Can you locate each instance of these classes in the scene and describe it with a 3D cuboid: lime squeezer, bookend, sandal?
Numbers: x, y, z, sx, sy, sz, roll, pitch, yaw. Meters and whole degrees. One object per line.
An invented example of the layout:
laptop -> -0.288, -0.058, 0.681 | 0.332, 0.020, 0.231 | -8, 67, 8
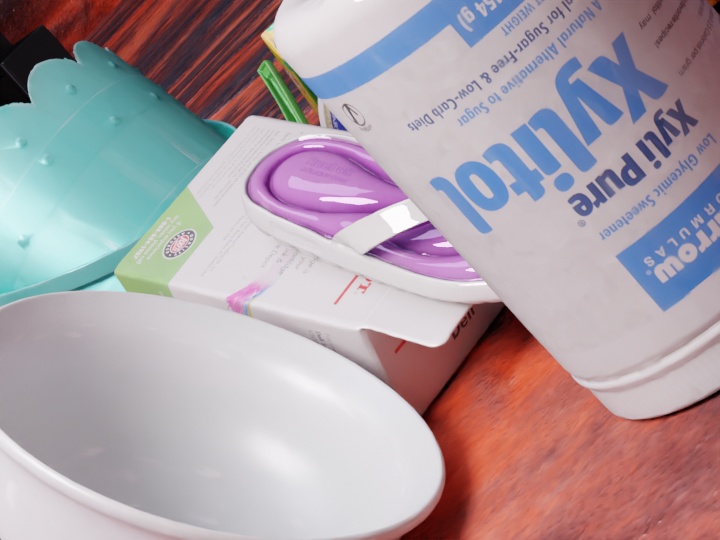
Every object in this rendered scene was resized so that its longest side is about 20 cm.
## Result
lime squeezer -> -0.038, -0.048, 1.268 | 0.200, 0.070, 0.038 | -78, 2, -58
bookend -> -0.423, -0.230, 2.718 | 0.200, 0.199, 0.092 | -21, 24, 54
sandal -> 0.025, -0.032, 1.026 | 0.202, 0.050, 0.083 | 7, 49, 34

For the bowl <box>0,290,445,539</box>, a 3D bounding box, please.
bowl -> -0.072, 0.092, 0.958 | 0.201, 0.201, 0.091 | -83, 9, -68

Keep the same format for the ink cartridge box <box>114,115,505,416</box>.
ink cartridge box -> 0.000, 0.000, 1.101 | 0.200, 0.067, 0.117 | 13, 53, 41

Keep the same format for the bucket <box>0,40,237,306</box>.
bucket -> -0.141, -0.010, 1.321 | 0.207, 0.135, 0.207 | -55, -12, -18

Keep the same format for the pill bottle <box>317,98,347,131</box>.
pill bottle -> 0.068, -0.090, 1.157 | 0.120, 0.120, 0.200 | -48, 15, -17

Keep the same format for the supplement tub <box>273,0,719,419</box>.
supplement tub -> 0.077, -0.058, 0.878 | 0.132, 0.200, 0.132 | -40, 14, 12

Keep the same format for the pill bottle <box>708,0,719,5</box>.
pill bottle -> 0.180, -0.208, 1.209 | 0.200, 0.111, 0.111 | -42, 14, 8

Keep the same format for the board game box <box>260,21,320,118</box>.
board game box -> 0.014, -0.114, 1.299 | 0.096, 0.030, 0.200 | -44, -28, -3
